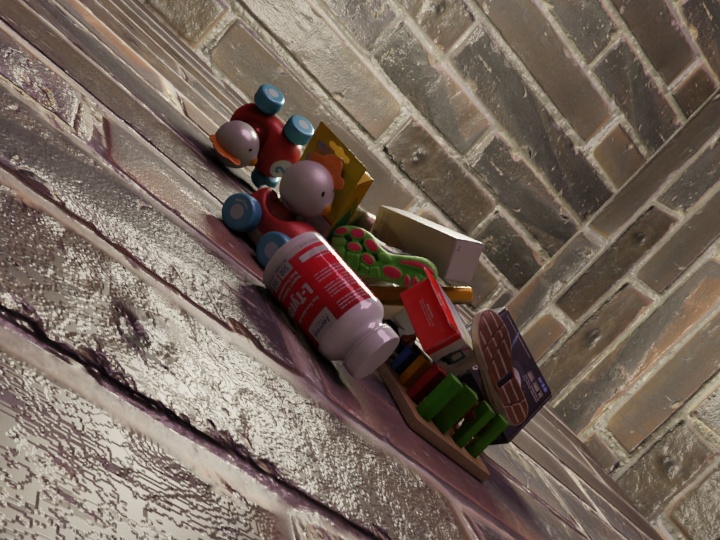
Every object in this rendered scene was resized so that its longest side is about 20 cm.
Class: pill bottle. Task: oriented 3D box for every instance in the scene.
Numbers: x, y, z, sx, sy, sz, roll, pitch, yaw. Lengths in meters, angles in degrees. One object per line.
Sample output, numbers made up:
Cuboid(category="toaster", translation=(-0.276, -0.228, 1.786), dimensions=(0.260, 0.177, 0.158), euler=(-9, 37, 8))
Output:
Cuboid(category="pill bottle", translation=(-0.039, 0.051, 1.056), dimensions=(0.200, 0.112, 0.112), euler=(47, 8, 20))

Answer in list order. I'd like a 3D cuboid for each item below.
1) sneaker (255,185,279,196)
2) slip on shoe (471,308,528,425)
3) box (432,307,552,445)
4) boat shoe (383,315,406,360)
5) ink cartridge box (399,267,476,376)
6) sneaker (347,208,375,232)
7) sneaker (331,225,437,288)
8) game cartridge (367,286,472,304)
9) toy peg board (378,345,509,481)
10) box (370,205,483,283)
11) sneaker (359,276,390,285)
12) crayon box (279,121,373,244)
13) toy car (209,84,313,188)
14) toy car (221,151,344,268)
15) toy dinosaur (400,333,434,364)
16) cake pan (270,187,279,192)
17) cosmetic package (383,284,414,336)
Cuboid(category="sneaker", translation=(-0.132, -0.103, 1.468), dimensions=(0.200, 0.077, 0.089), euler=(43, 20, -26))
Cuboid(category="slip on shoe", translation=(0.224, 0.164, 1.266), dimensions=(0.060, 0.075, 0.203), euler=(-9, -75, 58))
Cuboid(category="box", translation=(0.250, 0.200, 1.422), dimensions=(0.086, 0.163, 0.202), euler=(-23, -83, 52))
Cuboid(category="boat shoe", translation=(0.038, 0.108, 1.323), dimensions=(0.199, 0.062, 0.074), euler=(39, -17, -29))
Cuboid(category="ink cartridge box", translation=(0.131, 0.091, 1.256), dimensions=(0.200, 0.067, 0.117), euler=(47, 17, -56))
Cuboid(category="sneaker", translation=(-0.037, -0.090, 1.410), dimensions=(0.089, 0.068, 0.200), euler=(28, -4, -10))
Cuboid(category="sneaker", translation=(0.038, -0.014, 1.307), dimensions=(0.198, 0.078, 0.084), euler=(26, -3, 3))
Cuboid(category="game cartridge", translation=(0.088, 0.048, 1.423), dimensions=(0.196, 0.033, 0.176), euler=(4, -6, -16))
Cuboid(category="toy peg board", translation=(0.141, 0.211, 1.244), dimensions=(0.200, 0.098, 0.200), euler=(41, 8, -30))
Cuboid(category="box", translation=(0.119, -0.050, 1.394), dimensions=(0.094, 0.079, 0.199), euler=(9, 14, -46))
Cuboid(category="sneaker", translation=(0.000, 0.000, 1.429), dimensions=(0.196, 0.076, 0.087), euler=(1, 14, -12))
Cuboid(category="crayon box", translation=(-0.060, -0.146, 1.321), dimensions=(0.127, 0.201, 0.050), euler=(48, 37, 17))
Cuboid(category="toy car", translation=(-0.233, -0.256, 1.570), dimensions=(0.177, 0.184, 0.200), euler=(45, 36, 2))
Cuboid(category="toy car", translation=(-0.094, -0.103, 1.249), dimensions=(0.177, 0.200, 0.184), euler=(47, 8, 17))
Cuboid(category="toy dinosaur", translation=(0.143, 0.192, 1.429), dimensions=(0.180, 0.105, 0.201), euler=(14, 37, -39))
Cuboid(category="cake pan", translation=(-0.135, -0.095, 1.605), dimensions=(0.200, 0.037, 0.200), euler=(45, 8, -8))
Cuboid(category="cosmetic package", translation=(0.045, 0.052, 1.626), dimensions=(0.200, 0.085, 0.107), euler=(49, 5, 36))
